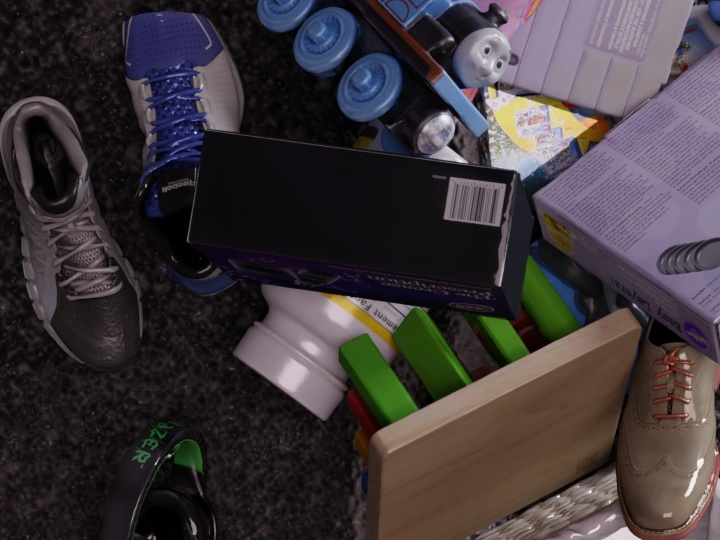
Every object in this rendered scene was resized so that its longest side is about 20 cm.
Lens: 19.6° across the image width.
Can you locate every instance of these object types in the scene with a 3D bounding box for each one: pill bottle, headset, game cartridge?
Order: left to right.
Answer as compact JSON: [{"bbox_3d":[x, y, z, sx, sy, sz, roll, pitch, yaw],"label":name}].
[{"bbox_3d":[-0.134,0.202,1.437,0.093,0.124,0.201,18,119,16],"label":"headset"},{"bbox_3d":[0.000,0.000,1.456,0.111,0.111,0.200,37,86,-8],"label":"pill bottle"},{"bbox_3d":[0.176,-0.214,1.463,0.129,0.038,0.201,15,102,-13],"label":"game cartridge"}]

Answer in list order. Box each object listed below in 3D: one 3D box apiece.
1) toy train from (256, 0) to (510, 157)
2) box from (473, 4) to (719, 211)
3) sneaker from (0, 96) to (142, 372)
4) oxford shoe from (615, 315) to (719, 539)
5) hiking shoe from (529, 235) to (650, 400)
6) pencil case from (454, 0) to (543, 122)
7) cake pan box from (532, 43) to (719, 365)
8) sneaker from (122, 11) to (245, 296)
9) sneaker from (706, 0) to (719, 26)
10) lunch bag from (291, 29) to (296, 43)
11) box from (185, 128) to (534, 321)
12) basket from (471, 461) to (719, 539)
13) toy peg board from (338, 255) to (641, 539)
[{"bbox_3d":[0.017,-0.155,1.319,0.114,0.200,0.087,-45,139,5],"label":"toy train"},{"bbox_3d":[0.183,-0.118,1.519,0.199,0.038,0.138,-6,92,-9],"label":"box"},{"bbox_3d":[-0.201,-0.022,1.421,0.075,0.115,0.201,-21,94,-8],"label":"sneaker"},{"bbox_3d":[0.203,0.087,1.388,0.070,0.075,0.201,-1,47,15],"label":"oxford shoe"},{"bbox_3d":[0.183,0.052,1.517,0.086,0.074,0.201,-28,99,19],"label":"hiking shoe"},{"bbox_3d":[0.083,-0.190,1.410,0.087,0.088,0.200,33,118,-8],"label":"pencil case"},{"bbox_3d":[0.248,-0.052,1.416,0.200,0.184,0.052,-39,141,-17],"label":"cake pan box"},{"bbox_3d":[-0.116,-0.081,1.429,0.080,0.115,0.201,-9,92,1],"label":"sneaker"},{"bbox_3d":[0.325,-0.140,1.503,0.199,0.074,0.083,28,87,-24],"label":"sneaker"},{"bbox_3d":[0.021,-0.240,1.439,0.150,0.094,0.201,-17,133,-18],"label":"lunch bag"},{"bbox_3d":[0.004,-0.027,1.331,0.199,0.141,0.079,8,84,10],"label":"box"},{"bbox_3d":[0.179,0.252,1.462,0.197,0.161,0.201,-26,97,-8],"label":"basket"},{"bbox_3d":[0.075,0.094,1.446,0.199,0.200,0.098,-25,62,-16],"label":"toy peg board"}]
